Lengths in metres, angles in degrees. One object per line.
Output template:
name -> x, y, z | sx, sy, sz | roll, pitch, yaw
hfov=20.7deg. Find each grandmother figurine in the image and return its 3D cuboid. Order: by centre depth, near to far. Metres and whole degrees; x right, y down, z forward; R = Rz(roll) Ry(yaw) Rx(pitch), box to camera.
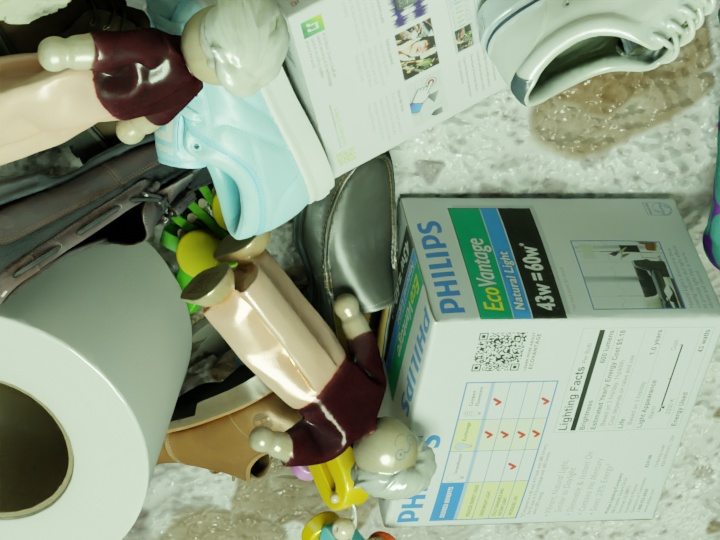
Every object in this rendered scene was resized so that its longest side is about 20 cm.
grandmother figurine -> -0.133, -0.102, 1.050 | 0.198, 0.061, 0.121 | -15, 172, 13
grandmother figurine -> -0.025, 0.069, 1.216 | 0.200, 0.060, 0.121 | 48, 69, -21

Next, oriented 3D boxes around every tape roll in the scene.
tape roll -> -0.213, 0.068, 1.212 | 0.201, 0.140, 0.204 | 4, 124, 6

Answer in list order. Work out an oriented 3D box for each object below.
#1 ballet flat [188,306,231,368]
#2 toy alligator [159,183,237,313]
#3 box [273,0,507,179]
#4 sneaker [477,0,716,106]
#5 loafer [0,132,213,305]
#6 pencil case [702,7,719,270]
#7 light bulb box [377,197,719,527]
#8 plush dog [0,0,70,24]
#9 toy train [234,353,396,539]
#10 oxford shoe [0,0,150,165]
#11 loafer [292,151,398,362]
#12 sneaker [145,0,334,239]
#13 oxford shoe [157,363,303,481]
ballet flat -> -0.154, 0.060, 1.327 | 0.199, 0.047, 0.067 | -33, 150, 22
toy alligator -> -0.072, -0.057, 1.239 | 0.054, 0.059, 0.200 | 43, 111, 8
box -> 0.050, -0.151, 1.147 | 0.199, 0.036, 0.145 | -27, 144, -9
sneaker -> 0.167, -0.151, 1.115 | 0.199, 0.071, 0.073 | -25, 156, 10
loafer -> -0.153, -0.030, 1.156 | 0.199, 0.063, 0.072 | -21, 161, -37
pencil case -> 0.267, -0.084, 1.268 | 0.084, 0.093, 0.201 | -7, 132, -4
light bulb box -> 0.115, 0.063, 1.336 | 0.198, 0.125, 0.199 | 0, 131, -13
plush dog -> -0.135, -0.240, 0.985 | 0.198, 0.173, 0.161 | -14, 163, 1
toy train -> -0.026, 0.146, 1.335 | 0.055, 0.150, 0.202 | -13, 93, -31
oxford shoe -> -0.169, -0.143, 1.127 | 0.084, 0.073, 0.200 | -29, 143, 8
loafer -> 0.000, 0.000, 1.277 | 0.072, 0.072, 0.201 | -22, 140, -25
sneaker -> -0.089, -0.100, 1.122 | 0.082, 0.074, 0.201 | -40, 118, -15
oxford shoe -> -0.099, 0.114, 1.312 | 0.199, 0.071, 0.072 | -22, 105, 51
